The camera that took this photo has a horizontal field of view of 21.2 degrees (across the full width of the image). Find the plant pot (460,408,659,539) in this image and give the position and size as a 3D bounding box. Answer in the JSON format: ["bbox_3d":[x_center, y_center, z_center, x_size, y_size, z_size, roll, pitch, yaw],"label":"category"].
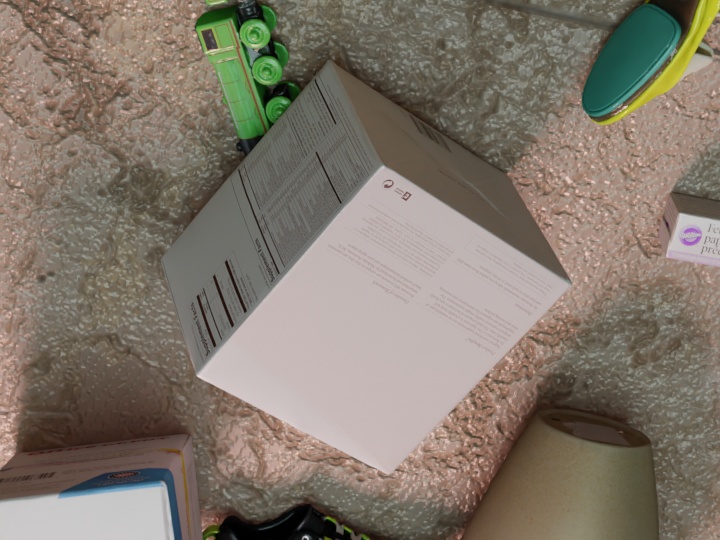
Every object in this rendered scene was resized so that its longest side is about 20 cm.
[{"bbox_3d":[0.160,0.217,1.503,0.186,0.187,0.201,12,100,-8],"label":"plant pot"}]

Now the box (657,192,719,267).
[{"bbox_3d":[0.327,-0.018,1.461,0.199,0.041,0.039,9,114,-8],"label":"box"}]

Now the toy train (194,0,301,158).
[{"bbox_3d":[-0.085,-0.162,1.377,0.056,0.042,0.201,-11,116,14],"label":"toy train"}]

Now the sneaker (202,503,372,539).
[{"bbox_3d":[-0.029,0.230,1.545,0.199,0.072,0.083,-1,114,-2],"label":"sneaker"}]

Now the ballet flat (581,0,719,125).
[{"bbox_3d":[0.235,-0.182,1.371,0.067,0.067,0.200,17,113,-33],"label":"ballet flat"}]

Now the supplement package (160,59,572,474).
[{"bbox_3d":[0.000,0.000,1.374,0.191,0.147,0.200,31,111,-34],"label":"supplement package"}]

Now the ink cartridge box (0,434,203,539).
[{"bbox_3d":[-0.198,0.215,1.443,0.146,0.200,0.147,-7,95,1],"label":"ink cartridge box"}]
